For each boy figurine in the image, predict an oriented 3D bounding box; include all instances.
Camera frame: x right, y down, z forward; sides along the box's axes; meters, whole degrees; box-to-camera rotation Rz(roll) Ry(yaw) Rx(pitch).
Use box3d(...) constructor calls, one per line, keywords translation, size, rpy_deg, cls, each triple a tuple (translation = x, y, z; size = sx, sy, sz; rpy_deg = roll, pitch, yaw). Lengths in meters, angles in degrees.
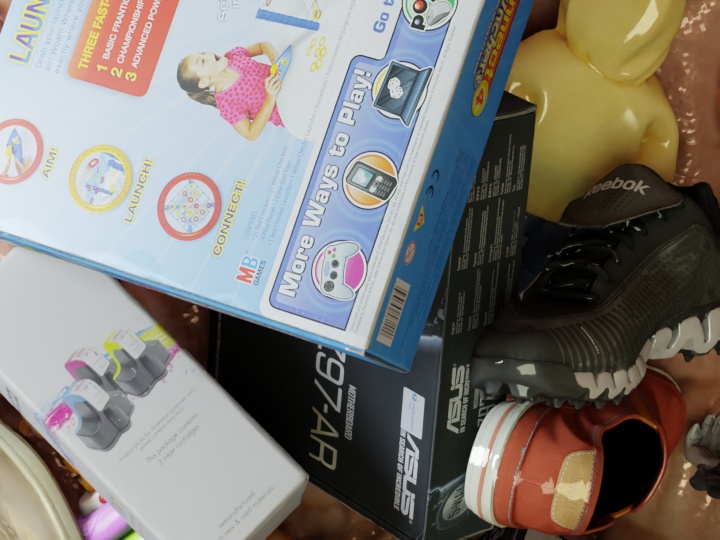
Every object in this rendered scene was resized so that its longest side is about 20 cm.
box3d(translation=(0.084, -0.060, 1.157), size=(0.124, 0.064, 0.201), rpy_deg=(14, 111, -17), cls="boy figurine")

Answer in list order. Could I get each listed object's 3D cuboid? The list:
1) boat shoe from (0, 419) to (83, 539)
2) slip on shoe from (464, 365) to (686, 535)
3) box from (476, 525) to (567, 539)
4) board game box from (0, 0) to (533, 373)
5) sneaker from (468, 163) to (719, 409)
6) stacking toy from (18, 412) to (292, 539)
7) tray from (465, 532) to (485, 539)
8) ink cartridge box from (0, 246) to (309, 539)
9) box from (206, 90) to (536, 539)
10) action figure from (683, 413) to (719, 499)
box3d(translation=(-0.197, 0.089, 1.199), size=(0.065, 0.072, 0.200), rpy_deg=(-38, 101, -31), cls="boat shoe")
box3d(translation=(0.109, 0.083, 1.154), size=(0.061, 0.200, 0.074), rpy_deg=(16, 99, 23), cls="slip on shoe")
box3d(translation=(0.064, 0.225, 1.210), size=(0.160, 0.049, 0.200), rpy_deg=(43, 117, -8), cls="box")
box3d(translation=(-0.044, -0.083, 1.038), size=(0.195, 0.056, 0.201), rpy_deg=(18, 86, 22), cls="board game box")
box3d(translation=(0.101, 0.002, 1.090), size=(0.066, 0.200, 0.091), rpy_deg=(5, 101, 32), cls="sneaker")
box3d(translation=(-0.092, 0.123, 1.228), size=(0.116, 0.110, 0.200), rpy_deg=(-37, 96, 18), cls="stacking toy")
box3d(translation=(0.049, 0.211, 1.277), size=(0.107, 0.022, 0.201), rpy_deg=(30, 114, 26), cls="tray")
box3d(translation=(-0.116, 0.048, 1.140), size=(0.068, 0.115, 0.200), rpy_deg=(-44, 85, -10), cls="ink cartridge box")
box3d(translation=(0.000, 0.000, 1.140), size=(0.043, 0.160, 0.201), rpy_deg=(-14, 120, -37), cls="box")
box3d(translation=(0.213, 0.078, 1.200), size=(0.118, 0.102, 0.201), rpy_deg=(-4, 97, -1), cls="action figure")
